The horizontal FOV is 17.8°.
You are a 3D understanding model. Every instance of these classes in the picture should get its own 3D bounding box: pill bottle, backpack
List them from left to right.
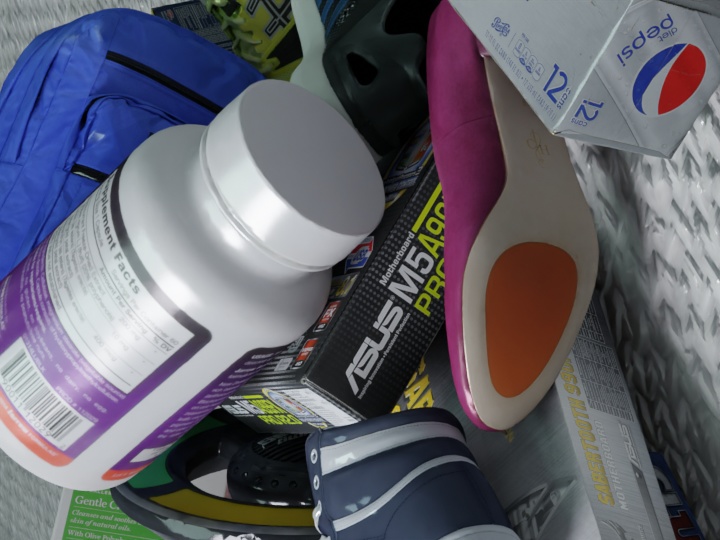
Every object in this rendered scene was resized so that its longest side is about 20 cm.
[{"bbox_3d":[-0.123,-0.034,1.221,0.168,0.162,0.201,-8,56,59],"label":"backpack"},{"bbox_3d":[-0.083,0.005,1.034,0.200,0.111,0.112,-40,61,33],"label":"pill bottle"}]

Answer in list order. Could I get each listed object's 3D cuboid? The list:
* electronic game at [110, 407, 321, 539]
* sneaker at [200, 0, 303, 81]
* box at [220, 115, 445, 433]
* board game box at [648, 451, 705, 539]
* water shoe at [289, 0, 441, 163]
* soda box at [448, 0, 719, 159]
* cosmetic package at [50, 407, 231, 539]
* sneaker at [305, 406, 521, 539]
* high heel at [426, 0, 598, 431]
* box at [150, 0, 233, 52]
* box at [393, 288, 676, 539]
[{"bbox_3d":[-0.029,0.104,1.176,0.200,0.199,0.042,-148,54,-64],"label":"electronic game"},{"bbox_3d":[-0.061,-0.153,1.268,0.075,0.076,0.201,-13,94,69],"label":"sneaker"},{"bbox_3d":[0.000,0.000,1.103,0.044,0.161,0.200,34,167,-14],"label":"box"},{"bbox_3d":[0.089,0.192,1.021,0.200,0.034,0.136,-46,56,36],"label":"board game box"},{"bbox_3d":[0.014,-0.111,1.111,0.072,0.079,0.200,55,-163,-26],"label":"water shoe"},{"bbox_3d":[0.070,-0.131,0.901,0.068,0.063,0.200,-60,40,25],"label":"soda box"},{"bbox_3d":[-0.129,0.119,1.480,0.085,0.107,0.201,94,-176,-62],"label":"cosmetic package"},{"bbox_3d":[-0.013,0.142,0.976,0.200,0.070,0.109,-44,46,26],"label":"sneaker"},{"bbox_3d":[0.054,-0.030,0.983,0.096,0.067,0.201,-7,69,59],"label":"high heel"},{"bbox_3d":[-0.065,-0.068,1.363,0.070,0.064,0.201,101,149,-53],"label":"box"},{"bbox_3d":[0.058,0.111,0.998,0.158,0.048,0.201,-48,39,35],"label":"box"}]
